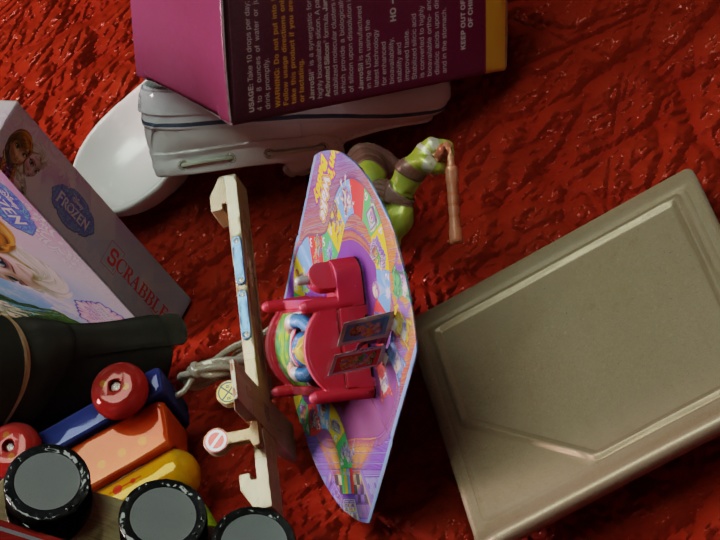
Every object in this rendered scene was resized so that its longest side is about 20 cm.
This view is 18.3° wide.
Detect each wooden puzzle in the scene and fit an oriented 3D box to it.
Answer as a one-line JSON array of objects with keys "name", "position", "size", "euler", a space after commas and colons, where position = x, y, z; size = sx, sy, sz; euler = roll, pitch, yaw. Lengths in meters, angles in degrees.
[{"name": "wooden puzzle", "position": [0.126, 0.049, 1.202], "size": [0.184, 0.037, 0.201], "euler": [-29, 37, 11]}]

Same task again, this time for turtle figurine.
[{"name": "turtle figurine", "position": [0.000, 0.000, 1.273], "size": [0.161, 0.064, 0.201], "euler": [-109, 33, -67]}]

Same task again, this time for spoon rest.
[{"name": "spoon rest", "position": [-0.113, -0.113, 1.489], "size": [0.200, 0.061, 0.099], "euler": [-41, 41, -5]}]

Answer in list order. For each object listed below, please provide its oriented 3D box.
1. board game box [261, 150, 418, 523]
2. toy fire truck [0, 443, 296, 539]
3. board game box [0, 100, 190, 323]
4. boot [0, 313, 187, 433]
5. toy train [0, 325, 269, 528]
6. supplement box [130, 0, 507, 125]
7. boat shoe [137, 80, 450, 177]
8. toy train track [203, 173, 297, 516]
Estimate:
[{"name": "board game box", "position": [-0.026, 0.036, 1.202], "size": [0.039, 0.201, 0.159], "euler": [-6, 46, -22]}, {"name": "toy fire truck", "position": [-0.133, 0.219, 1.144], "size": [0.175, 0.129, 0.201], "euler": [16, 54, 8]}, {"name": "board game box", "position": [-0.235, -0.032, 1.397], "size": [0.198, 0.200, 0.041], "euler": [6, 58, 38]}, {"name": "boot", "position": [-0.198, 0.096, 1.361], "size": [0.200, 0.138, 0.078], "euler": [-46, 58, 45]}, {"name": "toy train", "position": [-0.109, 0.113, 1.279], "size": [0.199, 0.085, 0.116], "euler": [-29, 57, 0]}, {"name": "supplement box", "position": [-0.025, -0.167, 1.367], "size": [0.199, 0.104, 0.131], "euler": [-14, 25, -28]}, {"name": "boat shoe", "position": [-0.040, -0.093, 1.420], "size": [0.198, 0.067, 0.074], "euler": [-1, 20, 10]}, {"name": "toy train track", "position": [-0.071, 0.043, 1.255], "size": [0.032, 0.115, 0.201], "euler": [-12, 66, 10]}]
